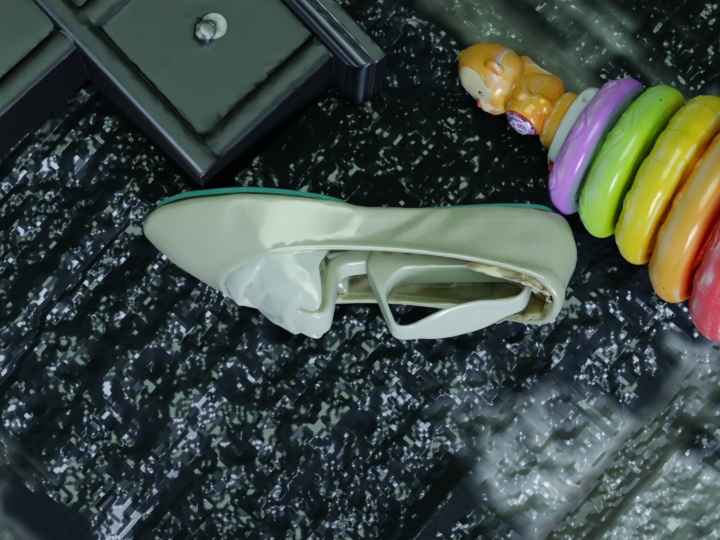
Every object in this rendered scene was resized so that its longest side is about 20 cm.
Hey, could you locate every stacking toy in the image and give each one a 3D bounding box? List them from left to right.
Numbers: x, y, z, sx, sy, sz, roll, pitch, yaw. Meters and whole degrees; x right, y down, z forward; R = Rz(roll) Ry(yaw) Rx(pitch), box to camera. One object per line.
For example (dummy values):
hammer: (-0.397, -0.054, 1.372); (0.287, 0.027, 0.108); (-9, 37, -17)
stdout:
stacking toy: (0.128, -0.050, 1.345); (0.200, 0.116, 0.110); (30, 79, 14)

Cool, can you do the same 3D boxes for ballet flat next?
ballet flat: (0.000, 0.000, 1.338); (0.200, 0.069, 0.070); (0, 82, -1)

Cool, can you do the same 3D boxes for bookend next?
bookend: (-0.128, -0.096, 1.339); (0.200, 0.092, 0.199); (-42, 85, -6)
